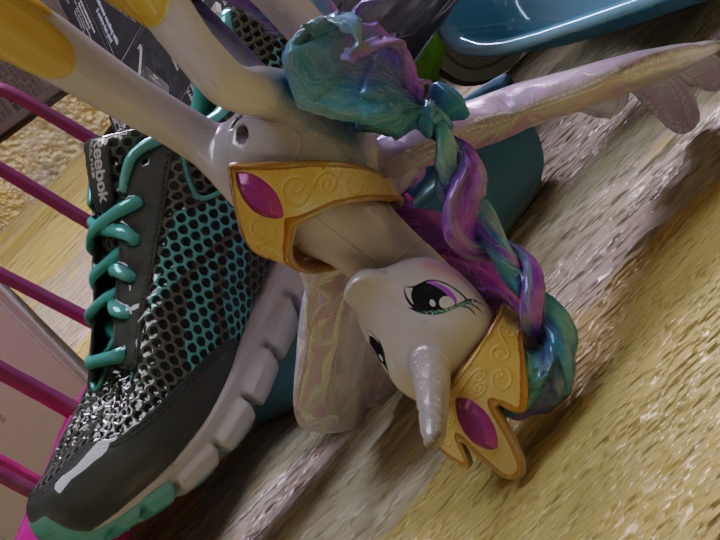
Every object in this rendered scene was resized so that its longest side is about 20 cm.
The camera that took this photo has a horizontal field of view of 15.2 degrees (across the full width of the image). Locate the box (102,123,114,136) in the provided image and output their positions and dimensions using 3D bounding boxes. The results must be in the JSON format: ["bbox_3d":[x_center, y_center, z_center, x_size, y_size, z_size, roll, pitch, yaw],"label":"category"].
[{"bbox_3d":[-0.041,-0.108,1.367,0.200,0.021,0.163,-53,-23,-3],"label":"box"}]

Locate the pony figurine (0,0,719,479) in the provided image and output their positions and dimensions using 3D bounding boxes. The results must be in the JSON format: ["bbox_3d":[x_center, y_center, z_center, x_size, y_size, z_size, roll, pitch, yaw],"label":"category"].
[{"bbox_3d":[-0.004,-0.031,0.758,0.167,0.200,0.193,-49,-9,21],"label":"pony figurine"}]

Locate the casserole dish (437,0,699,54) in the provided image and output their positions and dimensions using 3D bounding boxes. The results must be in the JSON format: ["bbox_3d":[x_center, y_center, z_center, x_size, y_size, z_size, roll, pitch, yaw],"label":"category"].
[{"bbox_3d":[0.093,-0.138,0.896,0.200,0.039,0.122,-14,70,48],"label":"casserole dish"}]

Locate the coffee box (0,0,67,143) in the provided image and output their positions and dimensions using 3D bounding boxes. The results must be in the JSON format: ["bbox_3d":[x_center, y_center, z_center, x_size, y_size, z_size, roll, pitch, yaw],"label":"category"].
[{"bbox_3d":[-0.167,-0.112,1.269,0.200,0.080,0.114,-37,7,-4],"label":"coffee box"}]

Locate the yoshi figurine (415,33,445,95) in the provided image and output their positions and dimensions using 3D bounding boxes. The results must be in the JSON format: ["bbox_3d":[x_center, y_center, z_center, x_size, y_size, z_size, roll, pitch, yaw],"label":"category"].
[{"bbox_3d":[-0.023,-0.126,1.087,0.112,0.112,0.201,-45,51,42],"label":"yoshi figurine"}]

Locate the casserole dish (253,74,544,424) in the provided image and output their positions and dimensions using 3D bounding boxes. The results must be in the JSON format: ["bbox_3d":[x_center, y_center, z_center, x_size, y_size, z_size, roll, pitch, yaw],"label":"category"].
[{"bbox_3d":[0.000,0.000,0.971,0.121,0.039,0.200,-52,10,-32],"label":"casserole dish"}]

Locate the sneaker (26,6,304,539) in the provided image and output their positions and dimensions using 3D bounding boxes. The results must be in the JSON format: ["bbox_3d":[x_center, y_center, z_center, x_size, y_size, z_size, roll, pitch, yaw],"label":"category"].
[{"bbox_3d":[-0.062,-0.002,0.867,0.078,0.091,0.200,-23,31,57],"label":"sneaker"}]

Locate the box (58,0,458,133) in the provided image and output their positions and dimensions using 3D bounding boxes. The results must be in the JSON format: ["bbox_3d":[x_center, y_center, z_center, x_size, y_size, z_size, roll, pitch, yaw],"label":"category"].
[{"bbox_3d":[-0.051,-0.127,0.994,0.050,0.200,0.158,2,-41,-37],"label":"box"}]

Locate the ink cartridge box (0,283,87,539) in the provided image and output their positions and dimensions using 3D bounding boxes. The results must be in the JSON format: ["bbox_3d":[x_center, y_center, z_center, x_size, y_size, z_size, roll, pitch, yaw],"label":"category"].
[{"bbox_3d":[-0.217,0.090,1.206,0.200,0.145,0.147,-46,8,-4],"label":"ink cartridge box"}]

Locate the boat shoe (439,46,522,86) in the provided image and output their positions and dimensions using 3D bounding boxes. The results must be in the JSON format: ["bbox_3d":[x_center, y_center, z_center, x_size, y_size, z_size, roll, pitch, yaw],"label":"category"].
[{"bbox_3d":[0.021,-0.170,1.213,0.072,0.201,0.068,-22,-14,-12],"label":"boat shoe"}]

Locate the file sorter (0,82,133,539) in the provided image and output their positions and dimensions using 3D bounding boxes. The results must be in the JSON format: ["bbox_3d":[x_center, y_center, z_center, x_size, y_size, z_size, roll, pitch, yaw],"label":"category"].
[{"bbox_3d":[-0.144,0.046,0.979,0.139,0.125,0.200,-53,12,35],"label":"file sorter"}]
